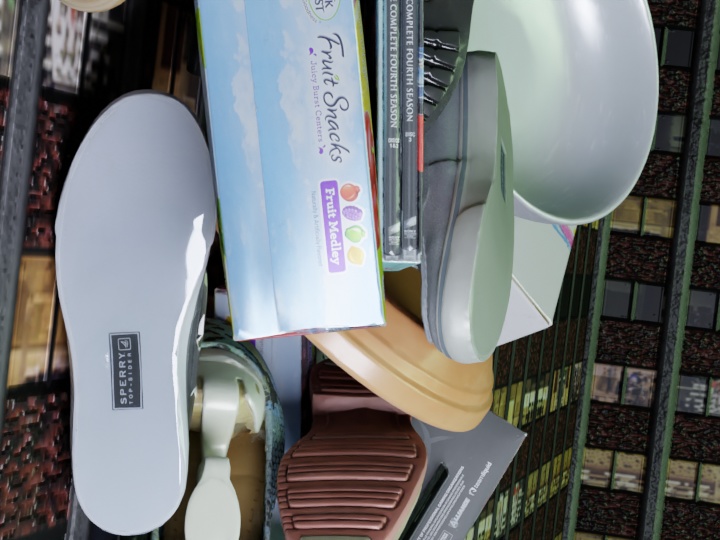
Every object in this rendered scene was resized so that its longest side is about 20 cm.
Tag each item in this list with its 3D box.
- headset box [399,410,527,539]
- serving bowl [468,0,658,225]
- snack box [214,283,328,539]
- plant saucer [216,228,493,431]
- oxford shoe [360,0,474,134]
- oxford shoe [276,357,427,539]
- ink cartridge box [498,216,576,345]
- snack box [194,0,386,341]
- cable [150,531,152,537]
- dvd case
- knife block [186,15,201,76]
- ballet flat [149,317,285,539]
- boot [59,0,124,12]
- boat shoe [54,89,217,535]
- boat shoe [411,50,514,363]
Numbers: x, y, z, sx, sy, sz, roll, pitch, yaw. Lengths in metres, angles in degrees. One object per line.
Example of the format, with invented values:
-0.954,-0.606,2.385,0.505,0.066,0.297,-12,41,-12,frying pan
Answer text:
0.028,0.147,1.293,0.149,0.075,0.200,-58,180,-7,headset box
0.094,-0.124,1.206,0.200,0.066,0.201,7,81,-46,serving bowl
-0.047,0.105,1.133,0.142,0.053,0.201,-41,132,-85,snack box
0.000,0.000,1.072,0.037,0.200,0.200,-46,175,14,plant saucer
0.017,-0.125,1.042,0.201,0.072,0.084,-63,-167,-4,oxford shoe
-0.001,0.112,1.016,0.200,0.070,0.074,-71,163,-67,oxford shoe
0.049,-0.036,1.284,0.125,0.128,0.200,48,39,-25,ink cartridge box
-0.032,-0.076,0.869,0.200,0.067,0.169,-108,-167,-77,snack box
-0.039,0.235,0.978,0.069,0.199,0.201,98,4,-62,cable
0.014,-0.101,0.924,0.146,0.022,0.201,167,-76,-87,dvd case
-0.035,-0.179,0.974,0.200,0.064,0.176,110,-7,-68,knife block
-0.068,0.093,0.978,0.074,0.074,0.201,79,5,-54,ballet flat
-0.078,-0.198,0.860,0.166,0.072,0.201,7,92,-79,boot
-0.097,0.015,0.913,0.066,0.070,0.201,-104,-167,-74,boat shoe
0.038,-0.032,1.044,0.070,0.071,0.201,70,19,-45,boat shoe
